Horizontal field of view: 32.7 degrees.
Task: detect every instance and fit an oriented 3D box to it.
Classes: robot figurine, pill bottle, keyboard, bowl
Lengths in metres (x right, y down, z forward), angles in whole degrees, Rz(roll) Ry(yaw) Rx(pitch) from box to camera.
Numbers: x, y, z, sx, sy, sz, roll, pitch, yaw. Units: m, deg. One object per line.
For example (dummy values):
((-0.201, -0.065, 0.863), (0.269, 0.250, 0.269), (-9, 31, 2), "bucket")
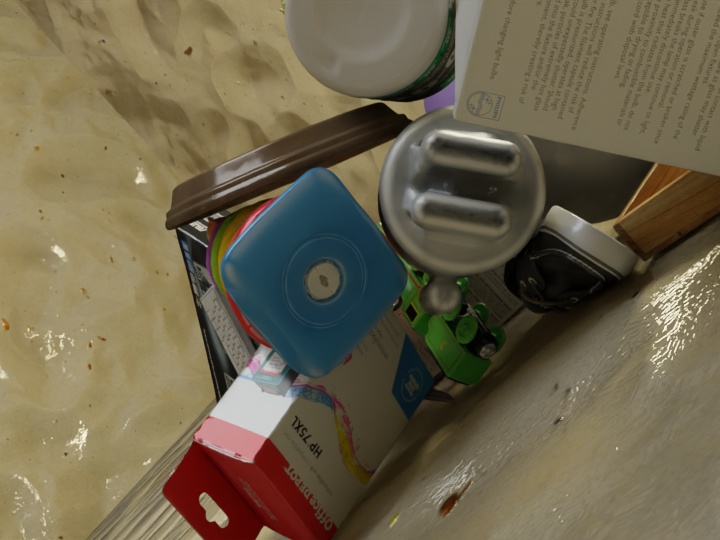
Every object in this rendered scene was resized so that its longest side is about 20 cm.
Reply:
((0.068, -0.053, 0.871), (0.200, 0.112, 0.172), (84, -161, -87), "robot figurine")
((0.024, -0.181, 0.896), (0.113, 0.113, 0.200), (-43, -4, 15), "pill bottle")
((-0.080, 0.106, 1.012), (0.011, 0.201, 0.056), (-26, -4, -28), "keyboard")
((0.163, -0.142, 0.951), (0.201, 0.201, 0.090), (-43, -19, 4), "bowl")

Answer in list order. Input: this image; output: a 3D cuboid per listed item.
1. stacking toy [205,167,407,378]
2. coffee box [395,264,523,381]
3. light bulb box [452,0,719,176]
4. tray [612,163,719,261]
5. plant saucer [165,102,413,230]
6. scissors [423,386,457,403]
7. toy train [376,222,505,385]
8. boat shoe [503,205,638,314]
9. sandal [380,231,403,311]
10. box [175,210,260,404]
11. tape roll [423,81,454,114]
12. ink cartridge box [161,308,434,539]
((-0.070, -0.011, 0.878), (0.110, 0.116, 0.200), (-45, 28, -13), "stacking toy")
((0.088, 0.014, 1.079), (0.200, 0.080, 0.113), (-43, 7, 19), "coffee box")
((0.163, -0.161, 0.721), (0.199, 0.198, 0.126), (-83, 5, -57), "light bulb box")
((0.251, -0.091, 0.842), (0.099, 0.037, 0.200), (-40, 6, 46), "tray")
((-0.055, -0.079, 0.902), (0.198, 0.030, 0.200), (-22, 5, 2), "plant saucer")
((0.012, 0.095, 1.005), (0.200, 0.014, 0.074), (33, 105, 51), "scissors")
((0.056, 0.017, 0.980), (0.057, 0.041, 0.200), (-57, 34, 19), "toy train")
((0.137, 0.000, 0.866), (0.067, 0.070, 0.200), (-59, 6, -1), "boat shoe")
((0.005, 0.007, 0.965), (0.059, 0.079, 0.207), (-34, -7, -24), "sandal")
((-0.081, 0.064, 1.044), (0.049, 0.202, 0.157), (-26, 35, -27), "box")
((0.161, -0.138, 1.108), (0.198, 0.086, 0.200), (-9, -23, -4), "tape roll")
((-0.041, 0.115, 0.884), (0.067, 0.117, 0.201), (13, 57, 41), "ink cartridge box")
